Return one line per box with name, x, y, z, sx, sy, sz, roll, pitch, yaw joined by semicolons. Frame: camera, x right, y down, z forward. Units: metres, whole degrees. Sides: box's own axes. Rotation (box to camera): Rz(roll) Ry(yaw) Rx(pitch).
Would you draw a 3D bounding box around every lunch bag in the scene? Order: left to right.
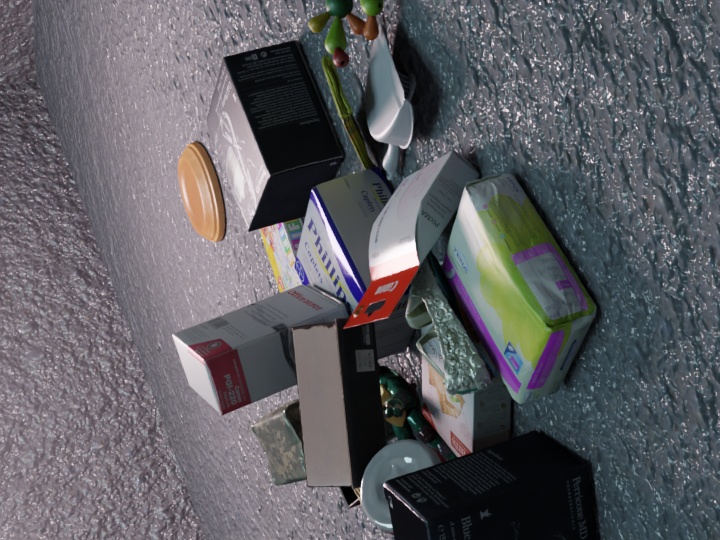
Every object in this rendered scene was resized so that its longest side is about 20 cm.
lunch bag;-0.030;0.214;1.847;0.118;0.199;0.164;68;156;4

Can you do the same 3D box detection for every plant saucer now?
plant saucer;-0.317;-0.151;2.569;0.200;0.037;0.202;165;90;-70

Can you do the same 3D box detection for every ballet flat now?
ballet flat;0.085;0.058;1.449;0.072;0.071;0.201;96;158;-45

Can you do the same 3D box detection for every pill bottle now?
pill bottle;0.096;0.286;1.573;0.200;0.111;0.111;37;-167;-46

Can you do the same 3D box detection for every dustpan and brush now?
dustpan and brush;0.038;-0.184;1.595;0.201;0.057;0.140;110;153;-46

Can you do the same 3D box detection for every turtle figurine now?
turtle figurine;0.037;0.182;1.708;0.200;0.101;0.150;48;154;-4

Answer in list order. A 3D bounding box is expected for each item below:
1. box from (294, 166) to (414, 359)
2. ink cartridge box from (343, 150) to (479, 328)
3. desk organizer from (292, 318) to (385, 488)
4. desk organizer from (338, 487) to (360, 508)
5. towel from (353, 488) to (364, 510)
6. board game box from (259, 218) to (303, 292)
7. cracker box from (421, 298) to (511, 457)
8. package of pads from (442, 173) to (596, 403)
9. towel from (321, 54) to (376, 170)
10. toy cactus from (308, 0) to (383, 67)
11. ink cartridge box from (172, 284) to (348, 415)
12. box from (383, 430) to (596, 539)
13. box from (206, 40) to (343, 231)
box;0.000;0.000;1.743;0.185;0.104;0.200;63;157;26
ink cartridge box;0.042;-0.033;1.501;0.057;0.200;0.162;41;162;-10
desk organizer;-0.025;0.162;1.598;0.077;0.072;0.202;-8;86;38
desk organizer;-0.017;0.257;2.015;0.072;0.077;0.201;107;142;-56
towel;0.064;0.306;1.704;0.023;0.199;0.144;-54;30;10
board game box;-0.122;-0.046;2.132;0.134;0.034;0.201;136;117;-67
cracker box;0.126;0.125;1.569;0.134;0.057;0.201;-132;32;-51
package of pads;0.161;0.016;1.380;0.155;0.068;0.201;102;146;-53
towel;-0.013;-0.195;1.657;0.200;0.018;0.087;59;-167;-71
toy cactus;-0.024;-0.360;1.563;0.165;0.101;0.201;-108;17;-58
ink cartridge box;-0.124;0.098;1.704;0.146;0.199;0.085;25;134;63
box;0.148;0.309;1.436;0.117;0.199;0.198;-153;50;-64
box;-0.130;-0.195;1.924;0.198;0.123;0.200;66;158;16
